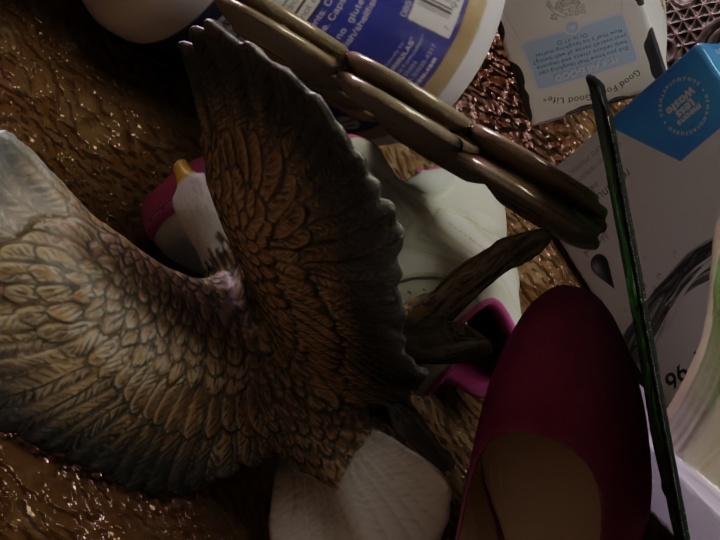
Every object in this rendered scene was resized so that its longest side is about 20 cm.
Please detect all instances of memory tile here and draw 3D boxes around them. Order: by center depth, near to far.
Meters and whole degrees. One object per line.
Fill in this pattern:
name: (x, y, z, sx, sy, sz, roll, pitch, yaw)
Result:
memory tile: (0.022, -0.052, 1.096, 0.153, 0.017, 0.200, 31, 0, 7)

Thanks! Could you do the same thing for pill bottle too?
pill bottle: (-0.049, -0.138, 1.226, 0.199, 0.120, 0.120, 23, 38, -35)

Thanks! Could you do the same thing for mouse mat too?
mouse mat: (0.097, 0.011, 1.067, 0.200, 0.007, 0.162, -61, 140, -85)

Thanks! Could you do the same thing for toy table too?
toy table: (0.169, 0.057, 1.228, 0.200, 0.117, 0.184, 48, 10, 34)

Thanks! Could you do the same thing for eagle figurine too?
eagle figurine: (-0.042, 0.011, 1.046, 0.150, 0.152, 0.200, 23, -3, 31)

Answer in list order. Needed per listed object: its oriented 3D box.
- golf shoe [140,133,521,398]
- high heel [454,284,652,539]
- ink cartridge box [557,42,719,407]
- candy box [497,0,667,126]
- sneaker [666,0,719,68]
golf shoe: (0.000, 0.000, 1.181, 0.199, 0.075, 0.092, 9, 51, -47)
high heel: (0.049, 0.107, 1.033, 0.067, 0.201, 0.096, 17, 12, 22)
ink cartridge box: (0.180, 0.011, 1.361, 0.068, 0.116, 0.201, -3, 57, -54)
candy box: (0.084, -0.195, 1.420, 0.168, 0.071, 0.201, -81, 152, -63)
sneaker: (0.202, -0.059, 1.544, 0.076, 0.070, 0.201, 36, 29, -58)
